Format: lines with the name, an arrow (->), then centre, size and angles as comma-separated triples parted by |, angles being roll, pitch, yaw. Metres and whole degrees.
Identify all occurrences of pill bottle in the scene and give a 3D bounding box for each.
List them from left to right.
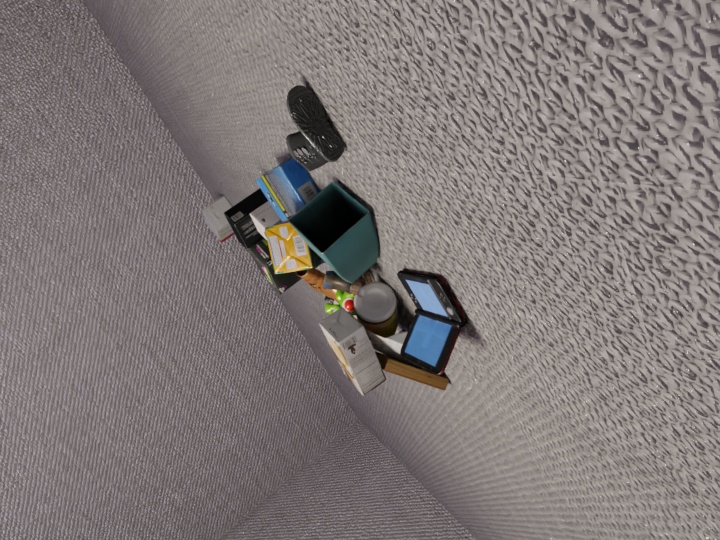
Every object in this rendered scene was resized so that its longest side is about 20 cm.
pill bottle -> 0.046, 0.126, 1.488 | 0.114, 0.114, 0.201 | 45, 163, 27

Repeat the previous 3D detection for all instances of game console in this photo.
game console -> 0.127, 0.105, 1.185 | 0.173, 0.118, 0.200 | 57, 164, -16

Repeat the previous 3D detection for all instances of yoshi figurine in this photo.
yoshi figurine -> -0.040, 0.125, 1.576 | 0.112, 0.202, 0.112 | -11, 149, 31

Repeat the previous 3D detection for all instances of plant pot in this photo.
plant pot -> -0.045, -0.069, 1.288 | 0.141, 0.141, 0.200 | 43, 169, 35

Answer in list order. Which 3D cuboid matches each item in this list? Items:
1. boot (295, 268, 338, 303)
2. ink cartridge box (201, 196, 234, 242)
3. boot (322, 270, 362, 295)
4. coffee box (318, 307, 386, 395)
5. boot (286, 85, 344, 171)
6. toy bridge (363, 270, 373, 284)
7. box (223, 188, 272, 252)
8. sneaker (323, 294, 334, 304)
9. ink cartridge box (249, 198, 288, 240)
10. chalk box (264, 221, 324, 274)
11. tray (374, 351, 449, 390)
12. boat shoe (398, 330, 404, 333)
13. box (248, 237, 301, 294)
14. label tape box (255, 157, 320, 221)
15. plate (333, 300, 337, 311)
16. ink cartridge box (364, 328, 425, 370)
boot -> -0.107, 0.039, 1.693 | 0.154, 0.074, 0.199 | 37, 159, -33
ink cartridge box -> -0.735, -0.270, 2.903 | 0.146, 0.144, 0.200 | 52, 165, 6
boot -> -0.057, 0.021, 1.447 | 0.096, 0.075, 0.200 | 13, 178, -10
coffee box -> -0.019, 0.210, 1.416 | 0.114, 0.079, 0.201 | 39, 156, 52
boot -> -0.119, -0.295, 1.162 | 0.166, 0.065, 0.200 | 59, 168, -15
toy bridge -> 0.000, 0.000, 1.511 | 0.201, 0.027, 0.067 | 58, 163, -13
box -> -0.313, -0.174, 1.732 | 0.079, 0.199, 0.142 | 41, 160, 35
sneaker -> -0.061, 0.148, 1.916 | 0.201, 0.083, 0.072 | 56, 165, -8
ink cartridge box -> -0.213, -0.135, 1.628 | 0.200, 0.145, 0.084 | 41, 160, 37
chalk box -> -0.136, -0.078, 1.435 | 0.123, 0.200, 0.126 | -8, 99, 28
tray -> 0.134, 0.276, 1.501 | 0.199, 0.037, 0.099 | 21, 177, -22
boat shoe -> 0.140, 0.271, 1.611 | 0.072, 0.068, 0.201 | 32, 155, 53
box -> -0.232, -0.051, 1.764 | 0.124, 0.199, 0.149 | 44, 162, 29
label tape box -> -0.194, -0.219, 1.486 | 0.145, 0.063, 0.199 | 58, 155, -15
plate -> -0.019, 0.152, 1.785 | 0.200, 0.032, 0.201 | 43, 136, 35
ink cartridge box -> 0.100, 0.192, 1.436 | 0.198, 0.048, 0.160 | 22, 159, 8
